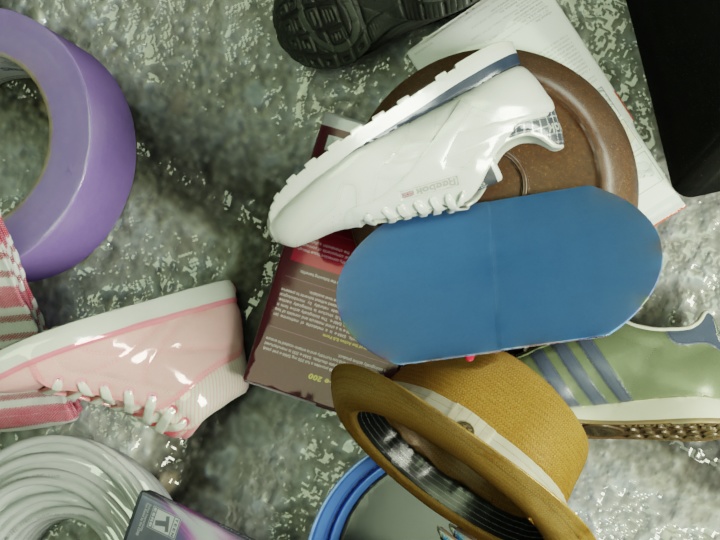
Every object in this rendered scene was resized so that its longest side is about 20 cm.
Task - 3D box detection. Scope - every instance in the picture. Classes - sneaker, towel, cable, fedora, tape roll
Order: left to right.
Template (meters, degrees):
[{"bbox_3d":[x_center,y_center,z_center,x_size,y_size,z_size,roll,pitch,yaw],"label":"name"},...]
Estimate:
[{"bbox_3d":[-0.302,0.039,0.936,0.145,0.030,0.201,-6,122,13],"label":"towel"},{"bbox_3d":[-0.280,-0.093,0.971,0.198,0.085,0.202,-1,85,14],"label":"tape roll"},{"bbox_3d":[-0.217,0.224,0.933,0.199,0.069,0.201,27,90,15],"label":"cable"},{"bbox_3d":[-0.168,0.080,0.898,0.199,0.075,0.105,-15,90,-27],"label":"sneaker"},{"bbox_3d":[0.026,-0.197,0.917,0.199,0.091,0.076,-9,99,34],"label":"sneaker"},{"bbox_3d":[0.032,-0.064,0.808,0.199,0.076,0.081,-32,91,7],"label":"sneaker"},{"bbox_3d":[0.075,0.103,0.785,0.200,0.201,0.082,33,69,14],"label":"fedora"},{"bbox_3d":[0.155,0.065,0.868,0.199,0.067,0.091,0,69,18],"label":"sneaker"}]

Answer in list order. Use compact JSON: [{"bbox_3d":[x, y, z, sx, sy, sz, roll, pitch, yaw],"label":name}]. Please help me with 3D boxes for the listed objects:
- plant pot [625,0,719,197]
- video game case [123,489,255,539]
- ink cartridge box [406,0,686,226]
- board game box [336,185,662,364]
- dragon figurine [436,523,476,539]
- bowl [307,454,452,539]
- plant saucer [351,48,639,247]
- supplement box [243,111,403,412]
[{"bbox_3d":[0.288,-0.176,0.776,0.198,0.177,0.201,-12,82,-3],"label":"plant pot"},{"bbox_3d":[-0.086,0.251,0.840,0.199,0.019,0.144,20,92,22],"label":"video game case"},{"bbox_3d":[0.130,-0.098,0.892,0.109,0.050,0.201,-32,79,7],"label":"ink cartridge box"},{"bbox_3d":[0.086,0.014,0.775,0.198,0.158,0.039,-9,124,9],"label":"board game box"},{"bbox_3d":[0.067,0.236,0.827,0.199,0.059,0.100,34,95,19],"label":"dragon figurine"},{"bbox_3d":[0.060,0.214,0.883,0.199,0.039,0.202,-1,85,13],"label":"bowl"},{"bbox_3d":[0.087,-0.054,0.849,0.199,0.034,0.202,-1,86,8],"label":"plant saucer"},{"bbox_3d":[0.000,0.000,0.906,0.108,0.061,0.201,17,88,12],"label":"supplement box"}]
